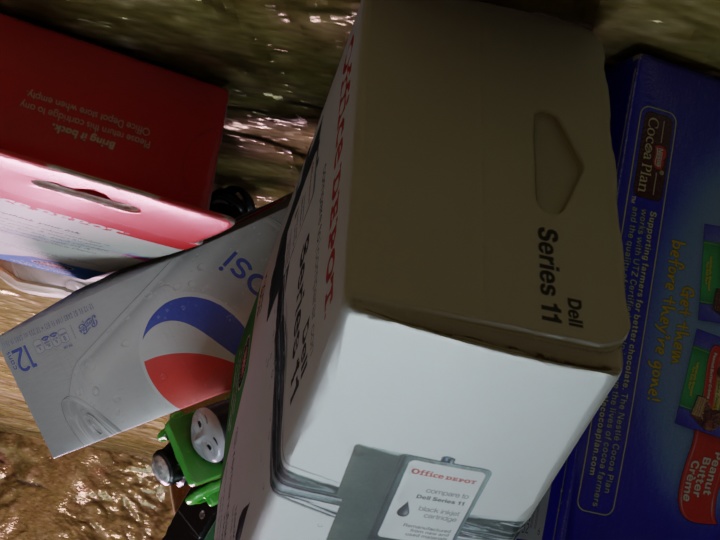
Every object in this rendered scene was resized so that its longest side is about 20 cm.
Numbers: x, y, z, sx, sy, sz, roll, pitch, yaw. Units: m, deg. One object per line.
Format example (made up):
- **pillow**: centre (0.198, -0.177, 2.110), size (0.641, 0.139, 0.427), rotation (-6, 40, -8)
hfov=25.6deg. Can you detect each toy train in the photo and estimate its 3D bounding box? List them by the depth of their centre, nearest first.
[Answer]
- **toy train**: centre (0.000, 0.052, 0.690), size (0.199, 0.042, 0.056), rotation (-17, 165, -37)

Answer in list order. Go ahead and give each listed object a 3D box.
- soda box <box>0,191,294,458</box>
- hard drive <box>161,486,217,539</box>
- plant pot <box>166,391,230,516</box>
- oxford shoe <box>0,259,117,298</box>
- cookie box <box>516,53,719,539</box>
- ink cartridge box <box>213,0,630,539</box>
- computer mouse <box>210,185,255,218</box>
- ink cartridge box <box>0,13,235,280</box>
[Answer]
- **soda box**: centre (-0.062, 0.016, 0.697), size (0.199, 0.064, 0.068), rotation (-22, -172, 28)
- **hard drive**: centre (-0.034, 0.123, 1.083), size (0.139, 0.201, 0.038), rotation (21, -168, -44)
- **plant pot**: centre (-0.029, 0.138, 1.234), size (0.198, 0.189, 0.186), rotation (1, 174, -28)
- **oxford shoe**: centre (-0.144, -0.018, 0.835), size (0.199, 0.075, 0.058), rotation (19, 136, 51)
- **cookie box**: centre (0.152, 0.038, 0.566), size (0.198, 0.173, 0.075), rotation (15, 170, -19)
- **ink cartridge box**: centre (0.011, 0.028, 0.527), size (0.082, 0.148, 0.201), rotation (13, 136, -10)
- **computer mouse**: centre (0.000, 0.000, 0.839), size (0.198, 0.046, 0.140), rotation (24, 171, -3)
- **ink cartridge box**: centre (-0.132, -0.049, 0.659), size (0.115, 0.068, 0.199), rotation (16, 167, -25)
